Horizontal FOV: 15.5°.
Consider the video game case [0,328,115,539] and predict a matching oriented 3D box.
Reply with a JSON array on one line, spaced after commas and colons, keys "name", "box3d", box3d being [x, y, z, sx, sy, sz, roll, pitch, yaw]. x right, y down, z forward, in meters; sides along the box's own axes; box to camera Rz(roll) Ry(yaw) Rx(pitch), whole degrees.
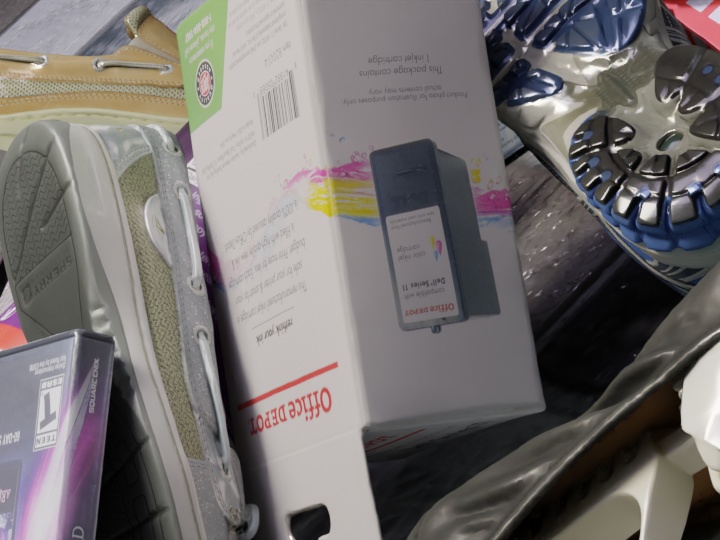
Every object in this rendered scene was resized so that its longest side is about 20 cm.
[{"name": "video game case", "box3d": [-0.132, 0.128, 0.869, 0.142, 0.019, 0.202, -15, 65, 52]}]

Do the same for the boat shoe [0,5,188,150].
[{"name": "boat shoe", "box3d": [-0.095, -0.083, 1.202, 0.198, 0.077, 0.072, -1, -8, -10]}]

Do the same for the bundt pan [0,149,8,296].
[{"name": "bundt pan", "box3d": [-0.196, 0.031, 1.051, 0.202, 0.075, 0.203, -90, 26, -80]}]

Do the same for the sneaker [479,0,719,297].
[{"name": "sneaker", "box3d": [0.089, -0.042, 0.859, 0.077, 0.085, 0.200, -34, 34, 6]}]

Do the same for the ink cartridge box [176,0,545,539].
[{"name": "ink cartridge box", "box3d": [0.000, 0.000, 0.866, 0.067, 0.202, 0.117, -5, -9, -23]}]

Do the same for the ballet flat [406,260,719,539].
[{"name": "ballet flat", "box3d": [0.090, 0.055, 0.712, 0.200, 0.068, 0.069, -43, 26, 26]}]

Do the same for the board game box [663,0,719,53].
[{"name": "board game box", "box3d": [0.169, -0.156, 0.943, 0.200, 0.046, 0.151, -43, 50, -6]}]

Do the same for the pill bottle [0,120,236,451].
[{"name": "pill bottle", "box3d": [-0.053, 0.012, 0.998, 0.200, 0.113, 0.112, -48, 20, -21]}]

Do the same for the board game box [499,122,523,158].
[{"name": "board game box", "box3d": [0.051, -0.160, 1.048, 0.199, 0.200, 0.041, -34, 19, 17]}]

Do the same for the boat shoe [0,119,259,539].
[{"name": "boat shoe", "box3d": [-0.069, 0.045, 0.889, 0.064, 0.203, 0.074, -5, -19, -38]}]
